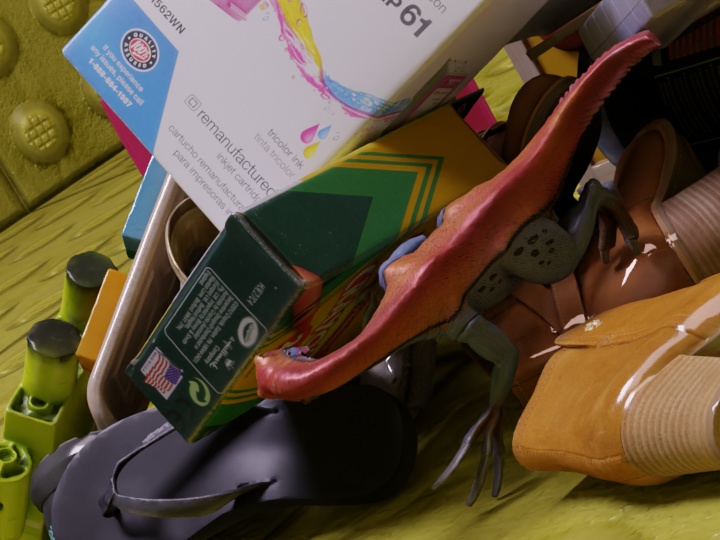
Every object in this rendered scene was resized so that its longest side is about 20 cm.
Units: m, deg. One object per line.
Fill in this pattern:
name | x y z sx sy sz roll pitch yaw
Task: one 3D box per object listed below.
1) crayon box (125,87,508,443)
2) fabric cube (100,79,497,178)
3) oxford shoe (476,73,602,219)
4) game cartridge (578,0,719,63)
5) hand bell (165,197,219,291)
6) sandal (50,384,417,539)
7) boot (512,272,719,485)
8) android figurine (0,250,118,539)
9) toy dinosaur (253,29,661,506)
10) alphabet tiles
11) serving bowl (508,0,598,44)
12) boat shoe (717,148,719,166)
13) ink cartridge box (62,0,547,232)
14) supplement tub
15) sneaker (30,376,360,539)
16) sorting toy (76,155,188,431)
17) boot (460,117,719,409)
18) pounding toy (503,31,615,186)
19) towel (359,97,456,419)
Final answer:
crayon box | -0.009 -0.006 0.997 0.200 0.051 0.127 -31 -16 -47
fabric cube | -0.040 -0.103 1.564 0.196 0.200 0.199 -35 14 -25
oxford shoe | 0.079 -0.051 1.084 0.071 0.071 0.200 -47 -15 -19
game cartridge | 0.202 -0.161 0.972 0.200 0.038 0.130 -31 -7 -6
hand bell | -0.089 0.062 1.157 0.104 0.104 0.200 -44 -15 -50
sandal | -0.071 0.093 1.017 0.200 0.076 0.043 -18 -23 22
boot | 0.157 0.013 0.854 0.201 0.071 0.144 -41 17 -24
android figurine | -0.183 0.087 1.234 0.182 0.041 0.200 -69 -3 -46
toy dinosaur | 0.032 -0.007 0.910 0.105 0.200 0.181 21 25 36
alphabet tiles | 0.179 -0.173 1.076 0.200 0.008 0.167 -32 3 31
serving bowl | 0.118 -0.177 1.117 0.200 0.066 0.200 -34 1 1
boat shoe | 0.248 -0.068 0.997 0.200 0.072 0.068 -26 34 46
ink cartridge box | -0.023 -0.126 1.011 0.200 0.145 0.085 -45 -13 12
supplement tub | 0.221 -0.116 1.129 0.122 0.123 0.200 -37 13 -29
sneaker | -0.080 0.104 1.087 0.200 0.075 0.079 -30 55 18
sorting toy | -0.126 0.014 1.215 0.185 0.036 0.200 96 -172 -73
boot | 0.120 0.002 1.043 0.155 0.077 0.200 -35 18 0
pounding toy | 0.187 -0.170 1.294 0.200 0.184 0.142 -22 14 36
towel | 0.000 0.000 1.150 0.132 0.034 0.200 -18 57 49
